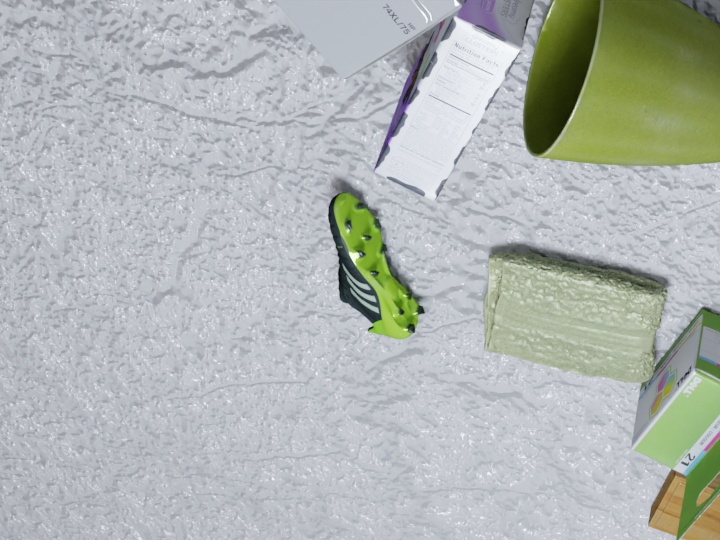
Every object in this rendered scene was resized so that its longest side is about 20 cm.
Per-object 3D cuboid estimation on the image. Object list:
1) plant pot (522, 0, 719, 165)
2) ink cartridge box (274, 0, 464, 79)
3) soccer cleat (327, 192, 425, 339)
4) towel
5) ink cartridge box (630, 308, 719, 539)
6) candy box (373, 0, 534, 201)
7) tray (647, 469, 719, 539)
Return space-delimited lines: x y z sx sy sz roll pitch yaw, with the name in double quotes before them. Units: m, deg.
"plant pot" 0.277 -0.174 1.519 0.198 0.188 0.188 13 134 -12
"ink cartridge box" 0.016 -0.306 1.464 0.146 0.201 0.147 -27 116 35
"soccer cleat" 0.000 0.000 1.825 0.081 0.068 0.201 -2 130 37
"towel" 0.233 0.050 1.801 0.198 0.037 0.149 11 131 11
"ink cartridge box" 0.352 0.164 1.742 0.075 0.201 0.148 26 132 -3
"candy box" 0.095 -0.197 1.550 0.071 0.168 0.201 24 132 -4
"tray" 0.452 0.297 1.932 0.199 0.037 0.099 19 133 2
